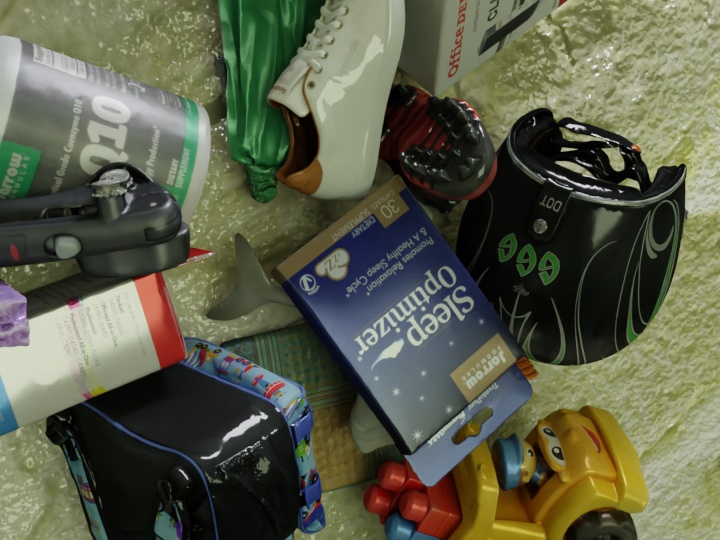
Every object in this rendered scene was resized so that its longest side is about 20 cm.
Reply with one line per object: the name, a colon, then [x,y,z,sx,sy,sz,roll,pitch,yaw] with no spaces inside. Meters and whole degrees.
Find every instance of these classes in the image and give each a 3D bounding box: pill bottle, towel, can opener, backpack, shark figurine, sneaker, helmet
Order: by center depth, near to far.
can opener: [-0.205,-0.022,0.627,0.196,0.064,0.080,-5,115,-8]
pill bottle: [-0.211,-0.089,0.688,0.197,0.113,0.115,15,87,-27]
backpack: [-0.113,0.175,0.729,0.134,0.181,0.204,-29,121,-40]
sneaker: [-0.021,-0.153,0.743,0.083,0.072,0.204,2,99,-32]
sneaker: [0.067,-0.087,0.788,0.098,0.200,0.071,41,91,-25]
shark figurine: [-0.006,0.015,0.814,0.212,0.128,0.090,-25,148,-32]
helmet: [0.171,-0.016,0.847,0.197,0.201,0.193,-10,129,-26]
sneaker: [0.065,0.101,0.857,0.198,0.076,0.093,-4,136,-41]
towel: [-0.018,0.111,0.858,0.197,0.022,0.150,-11,98,-25]

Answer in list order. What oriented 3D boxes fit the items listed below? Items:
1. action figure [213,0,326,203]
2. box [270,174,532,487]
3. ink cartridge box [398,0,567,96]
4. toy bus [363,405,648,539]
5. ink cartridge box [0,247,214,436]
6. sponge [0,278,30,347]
action figure: [-0.073,-0.155,0.789,0.116,0.054,0.204,3,88,-30]
box: [0.039,0.045,0.754,0.121,0.032,0.201,-37,93,-18]
ink cartridge box: [0.106,-0.258,0.819,0.199,0.145,0.084,-37,66,-19]
toy bus: [0.108,0.192,0.840,0.190,0.136,0.201,25,115,-19]
ink cartridge box: [-0.198,0.045,0.703,0.197,0.116,0.068,-22,104,-24]
sponge: [-0.274,0.022,0.614,0.110,0.199,0.030,-5,98,-28]
